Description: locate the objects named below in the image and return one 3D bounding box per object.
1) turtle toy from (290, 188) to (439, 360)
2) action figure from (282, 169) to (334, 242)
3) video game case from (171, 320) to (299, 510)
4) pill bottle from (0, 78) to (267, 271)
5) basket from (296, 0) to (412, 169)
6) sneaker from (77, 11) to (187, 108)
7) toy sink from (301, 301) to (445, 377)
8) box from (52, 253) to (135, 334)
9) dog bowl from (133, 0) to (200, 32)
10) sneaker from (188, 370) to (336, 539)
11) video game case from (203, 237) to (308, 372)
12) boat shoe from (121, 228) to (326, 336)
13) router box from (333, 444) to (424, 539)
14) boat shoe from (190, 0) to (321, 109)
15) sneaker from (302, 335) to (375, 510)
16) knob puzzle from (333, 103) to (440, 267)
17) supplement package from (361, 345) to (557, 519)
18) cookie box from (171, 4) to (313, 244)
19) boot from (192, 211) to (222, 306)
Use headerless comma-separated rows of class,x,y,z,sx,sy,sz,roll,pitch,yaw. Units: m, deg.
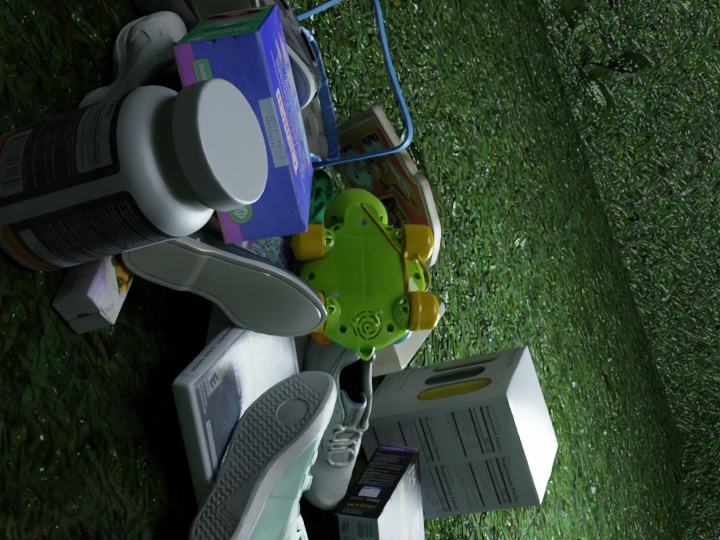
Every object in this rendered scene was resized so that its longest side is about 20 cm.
turtle toy,0.000,0.000,1.078,0.101,0.145,0.201,102,-13,-63
action figure,-0.076,-0.072,1.220,0.200,0.055,0.118,-62,135,-62
video game case,-0.104,0.138,0.988,0.182,0.023,0.201,-51,141,-53
pill bottle,-0.179,-0.073,0.804,0.116,0.199,0.117,43,41,-53
basket,-0.054,-0.190,1.144,0.139,0.199,0.177,-2,76,-75
sneaker,-0.181,-0.177,0.980,0.078,0.099,0.200,57,30,-38
toy sink,0.004,0.042,1.247,0.200,0.130,0.112,-43,116,-63
box,-0.208,-0.032,0.918,0.039,0.041,0.200,59,28,-36
dog bowl,-0.188,-0.332,1.102,0.200,0.058,0.201,44,39,-51
sneaker,-0.071,0.193,0.955,0.201,0.074,0.118,-58,142,-28
video game case,-0.099,0.066,1.044,0.182,0.024,0.201,32,66,-66
boat shoe,-0.114,-0.004,0.924,0.200,0.073,0.062,25,34,-29
router box,0.027,0.320,1.187,0.157,0.052,0.201,-44,133,-63
boat shoe,-0.101,-0.251,1.050,0.200,0.074,0.066,51,31,-2
sneaker,-0.028,0.158,1.111,0.074,0.087,0.201,0,99,-27
knob puzzle,0.027,-0.086,1.256,0.030,0.219,0.220,-34,116,-20
supplement package,0.125,0.207,1.343,0.151,0.199,0.152,71,23,-13
cookie box,-0.096,-0.136,0.933,0.200,0.075,0.172,-93,171,-71
boot,-0.137,-0.056,1.066,0.146,0.070,0.201,55,36,-47
